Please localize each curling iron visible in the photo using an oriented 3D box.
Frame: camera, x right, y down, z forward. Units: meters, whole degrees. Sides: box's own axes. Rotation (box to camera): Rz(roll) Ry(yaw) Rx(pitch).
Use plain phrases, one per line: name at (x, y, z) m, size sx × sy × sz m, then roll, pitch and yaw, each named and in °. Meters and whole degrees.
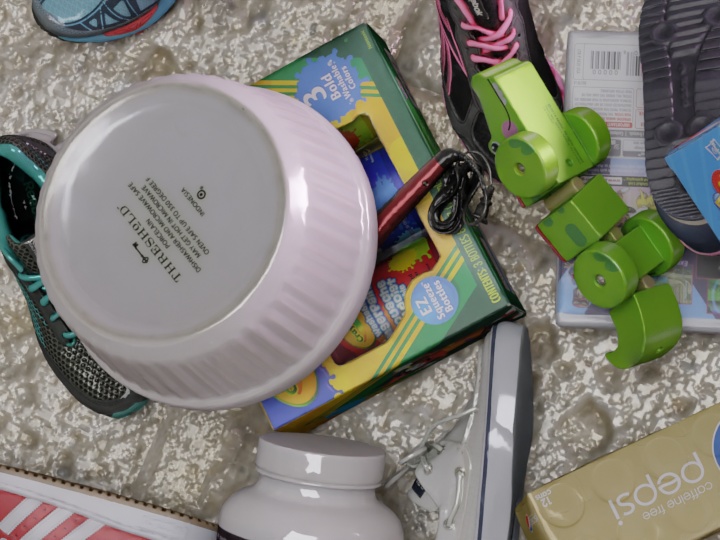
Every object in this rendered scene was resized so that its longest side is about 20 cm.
curling iron at (0.000, 0.000, 1.499) m, size 0.200 × 0.026 × 0.050 m, roll -39°, pitch 77°, yaw 6°

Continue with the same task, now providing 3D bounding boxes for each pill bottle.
pill bottle at (-0.036, 0.202, 1.505) m, size 0.112 × 0.112 × 0.201 m, roll 8°, pitch 95°, yaw 12°

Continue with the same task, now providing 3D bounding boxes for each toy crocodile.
toy crocodile at (0.128, -0.035, 1.490) m, size 0.200 × 0.067 × 0.062 m, roll 56°, pitch 137°, yaw 1°

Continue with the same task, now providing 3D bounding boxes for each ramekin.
ramekin at (-0.098, -0.023, 1.474) m, size 0.202 × 0.094 × 0.203 m, roll -5°, pitch 75°, yaw 18°

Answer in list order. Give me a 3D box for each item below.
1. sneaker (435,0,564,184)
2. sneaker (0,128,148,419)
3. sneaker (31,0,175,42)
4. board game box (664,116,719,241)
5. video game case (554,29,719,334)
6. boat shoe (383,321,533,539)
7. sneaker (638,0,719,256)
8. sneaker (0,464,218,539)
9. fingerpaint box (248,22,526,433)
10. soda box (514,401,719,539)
sneaker at (0.077, -0.147, 1.537) m, size 0.079 × 0.095 × 0.200 m, roll -14°, pitch 88°, yaw 8°
sneaker at (-0.193, 0.001, 1.581) m, size 0.077 × 0.091 × 0.200 m, roll -28°, pitch 80°, yaw 8°
sneaker at (-0.128, -0.215, 1.587) m, size 0.200 × 0.096 × 0.079 m, roll -30°, pitch 79°, yaw 7°
board game box at (0.302, -0.035, 1.427) m, size 0.200 × 0.056 × 0.196 m, roll -34°, pitch 91°, yaw -32°
video game case at (0.221, -0.052, 1.528) m, size 0.199 × 0.023 × 0.183 m, roll 3°, pitch 85°, yaw 5°
boat shoe at (0.055, 0.129, 1.530) m, size 0.086 × 0.075 × 0.202 m, roll 6°, pitch 95°, yaw 12°
sneaker at (0.203, -0.102, 1.495) m, size 0.070 × 0.082 × 0.200 m, roll -1°, pitch 62°, yaw 20°
sneaker at (-0.195, 0.187, 1.573) m, size 0.200 × 0.071 × 0.113 m, roll 14°, pitch 84°, yaw 11°
fingerpaint box at (-0.019, -0.024, 1.556) m, size 0.167 × 0.073 × 0.200 m, roll -28°, pitch 79°, yaw 8°
soda box at (0.194, 0.123, 1.476) m, size 0.200 × 0.064 × 0.068 m, roll -24°, pitch 79°, yaw -9°
